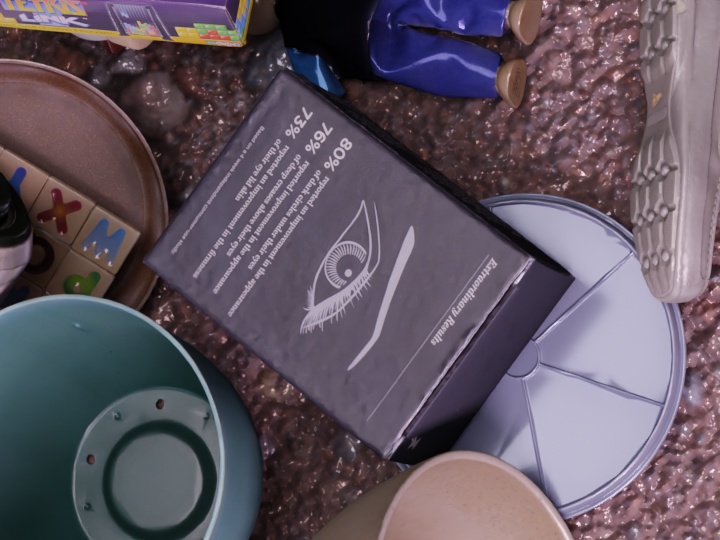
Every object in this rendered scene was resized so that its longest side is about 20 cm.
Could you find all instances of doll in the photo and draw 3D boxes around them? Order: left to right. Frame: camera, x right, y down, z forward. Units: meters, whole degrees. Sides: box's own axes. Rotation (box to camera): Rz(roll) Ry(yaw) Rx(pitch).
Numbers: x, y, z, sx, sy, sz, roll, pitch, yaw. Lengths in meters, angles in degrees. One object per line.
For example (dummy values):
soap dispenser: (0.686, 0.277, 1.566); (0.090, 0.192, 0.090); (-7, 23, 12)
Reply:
doll: (0.007, -0.149, 1.579); (0.200, 0.048, 0.137); (14, 96, 19)

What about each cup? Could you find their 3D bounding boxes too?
cup: (0.023, 0.215, 1.465); (0.143, 0.200, 0.201); (-17, 76, 39)

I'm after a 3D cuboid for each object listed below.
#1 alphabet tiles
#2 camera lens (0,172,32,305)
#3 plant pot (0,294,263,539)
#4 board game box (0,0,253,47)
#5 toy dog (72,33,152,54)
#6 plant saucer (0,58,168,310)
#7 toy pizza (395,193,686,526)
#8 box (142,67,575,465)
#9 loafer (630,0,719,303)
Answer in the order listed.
alphabet tiles: (-0.264, -0.010, 1.603); (0.200, 0.008, 0.167); (32, 108, -5)
camera lens: (-0.303, 0.010, 1.525); (0.160, 0.160, 0.200); (40, 109, 18)
plant pot: (-0.148, 0.124, 1.530); (0.200, 0.161, 0.201); (-3, 81, 17)
board game box: (-0.155, -0.229, 1.553); (0.200, 0.057, 0.166); (5, 69, 13)
toy dog: (-0.142, -0.216, 1.628); (0.132, 0.096, 0.200); (39, 80, 21)
plant saucer: (-0.218, -0.039, 1.608); (0.200, 0.032, 0.201); (1, 108, 4)
toy pizza: (0.099, 0.054, 1.532); (0.200, 0.032, 0.201); (-2, 82, 18)
box: (0.000, 0.000, 1.499); (0.200, 0.104, 0.148); (39, 97, 18)
loafer: (0.202, -0.078, 1.496); (0.070, 0.070, 0.200); (9, 80, -20)
